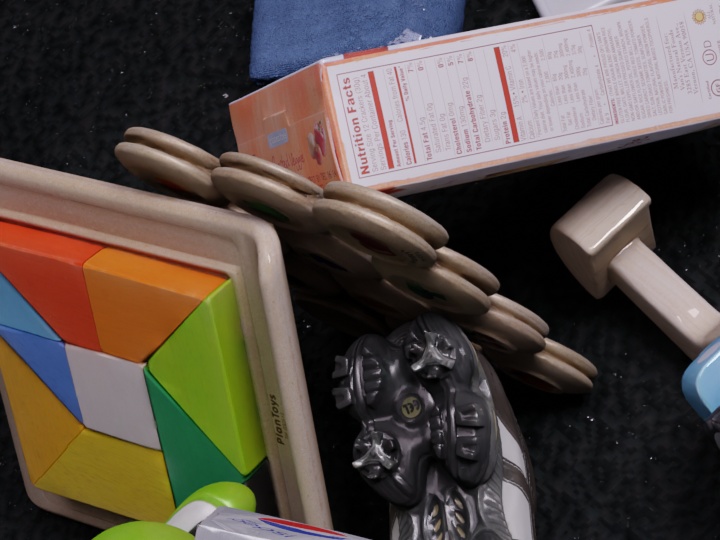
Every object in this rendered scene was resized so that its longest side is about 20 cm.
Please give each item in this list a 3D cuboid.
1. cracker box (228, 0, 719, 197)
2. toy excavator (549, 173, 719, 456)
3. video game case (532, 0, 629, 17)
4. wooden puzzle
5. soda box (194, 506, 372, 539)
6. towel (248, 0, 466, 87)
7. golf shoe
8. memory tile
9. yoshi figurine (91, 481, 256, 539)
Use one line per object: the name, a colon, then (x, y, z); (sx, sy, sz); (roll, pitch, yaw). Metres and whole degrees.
cracker box: (0.060, -0.068, 0.991); (0.200, 0.058, 0.134); (-12, 1, -18)
toy excavator: (0.161, 0.042, 0.934); (0.100, 0.200, 0.194); (-42, 92, -9)
video game case: (0.144, -0.215, 1.183); (0.182, 0.023, 0.200); (-27, 48, 6)
wooden puzzle: (-0.096, 0.047, 1.001); (0.200, 0.185, 0.037); (17, 40, 37)
soda box: (-0.040, 0.181, 0.785); (0.068, 0.063, 0.200); (12, 90, 3)
towel: (0.008, -0.172, 1.189); (0.112, 0.049, 0.200); (-7, 59, 26)
golf shoe: (0.045, 0.118, 0.949); (0.078, 0.094, 0.200); (-9, 78, 22)
memory tile: (0.000, 0.000, 0.975); (0.153, 0.200, 0.017); (17, 78, 34)
yoshi figurine: (-0.117, 0.158, 0.943); (0.200, 0.112, 0.112); (-45, 27, 11)
